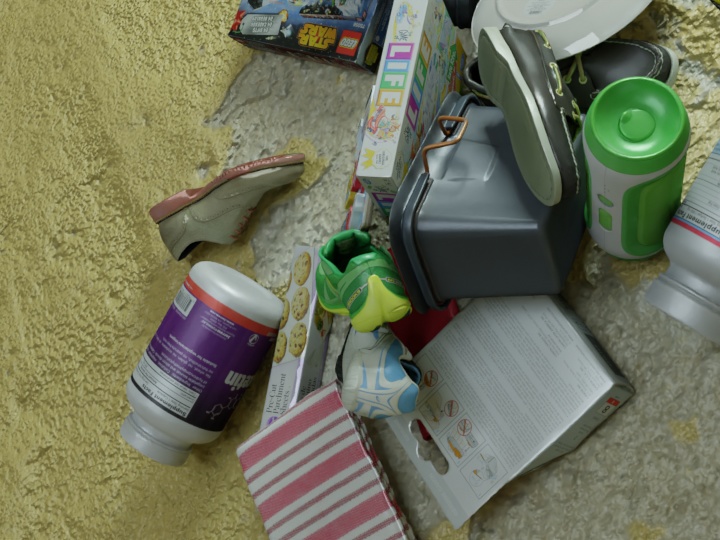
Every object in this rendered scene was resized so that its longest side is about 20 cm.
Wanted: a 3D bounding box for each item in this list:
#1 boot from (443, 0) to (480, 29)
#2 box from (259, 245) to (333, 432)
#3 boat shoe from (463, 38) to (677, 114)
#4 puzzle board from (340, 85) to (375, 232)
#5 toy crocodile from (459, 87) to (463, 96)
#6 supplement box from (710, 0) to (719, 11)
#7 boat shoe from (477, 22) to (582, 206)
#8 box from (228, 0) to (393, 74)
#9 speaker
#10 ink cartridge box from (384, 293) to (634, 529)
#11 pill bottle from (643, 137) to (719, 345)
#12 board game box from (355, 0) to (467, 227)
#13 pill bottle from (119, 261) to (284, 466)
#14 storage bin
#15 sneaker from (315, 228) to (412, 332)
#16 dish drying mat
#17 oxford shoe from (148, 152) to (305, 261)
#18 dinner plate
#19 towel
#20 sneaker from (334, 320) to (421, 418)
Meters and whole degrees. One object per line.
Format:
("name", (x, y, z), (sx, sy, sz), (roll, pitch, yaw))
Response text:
("boot", (0.043, -0.327, 1.420), (0.162, 0.073, 0.199), (1, 65, 10))
("box", (-0.059, 0.075, 1.432), (0.041, 0.039, 0.201), (5, 79, 32))
("boat shoe", (0.189, -0.179, 1.299), (0.201, 0.060, 0.072), (-4, 73, 37))
("puzzle board", (0.001, -0.094, 1.364), (0.017, 0.200, 0.151), (9, 78, -5))
("toy crocodile", (0.069, -0.130, 1.388), (0.067, 0.062, 0.201), (-6, 65, 16))
("supplement box", (0.390, -0.207, 1.134), (0.110, 0.109, 0.200), (-54, 52, 11))
("boat shoe", (0.153, -0.137, 1.186), (0.060, 0.072, 0.202), (-7, 50, -11))
("box", (-0.044, -0.297, 1.537), (0.200, 0.040, 0.137), (19, 87, 39))
("speaker", (0.224, -0.079, 1.155), (0.088, 0.200, 0.089), (-3, 68, 8))
("ink cartridge box", (0.126, 0.113, 1.277), (0.200, 0.050, 0.162), (-47, 55, 19))
("pill bottle", (0.315, -0.042, 1.141), (0.109, 0.109, 0.201), (34, 98, 39))
("board game box", (0.049, -0.145, 1.289), (0.034, 0.134, 0.201), (4, 69, 20))
("pill bottle", (-0.168, 0.099, 1.462), (0.112, 0.112, 0.200), (36, 99, 39))
("storage bin", (0.126, -0.069, 1.247), (0.134, 0.146, 0.200), (1, 44, 27))
("sneaker", (0.000, 0.000, 1.288), (0.200, 0.074, 0.084), (-154, 47, -75))
("dish drying mat", (0.065, 0.059, 1.358), (0.077, 0.018, 0.201), (-30, 59, 22))
("oxford shoe", (-0.135, -0.071, 1.533), (0.199, 0.071, 0.074), (-22, 89, 30))
("dinner plate", (0.190, -0.266, 1.308), (0.200, 0.024, 0.201), (-22, 40, 20))
("towel", (-0.031, 0.223, 1.352), (0.146, 0.030, 0.201), (-35, 69, 26))
("sneaker", (0.017, 0.086, 1.300), (0.200, 0.072, 0.072), (-94, 22, -73))
